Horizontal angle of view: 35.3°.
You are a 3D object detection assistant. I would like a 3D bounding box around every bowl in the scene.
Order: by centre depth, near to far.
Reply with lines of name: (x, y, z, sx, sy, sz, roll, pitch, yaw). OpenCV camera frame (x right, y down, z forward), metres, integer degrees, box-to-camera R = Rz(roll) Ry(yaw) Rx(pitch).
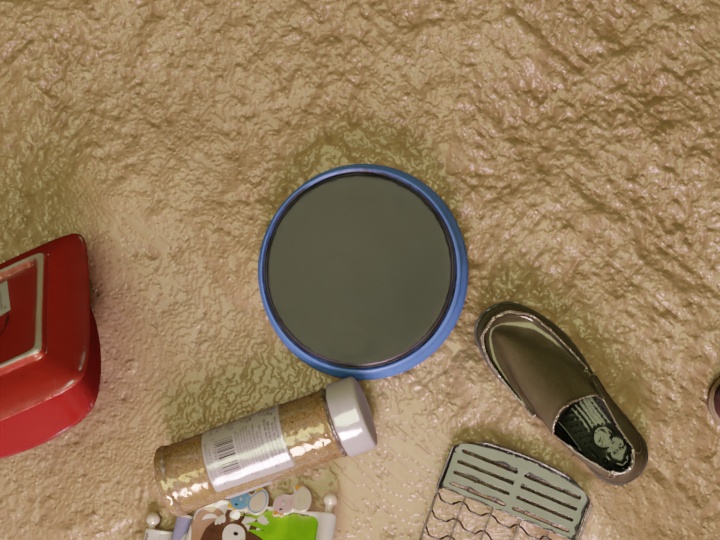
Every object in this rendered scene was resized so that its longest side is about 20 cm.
bowl: (0.000, 0.000, 1.044, 0.198, 0.039, 0.203, -1, 86, 7)

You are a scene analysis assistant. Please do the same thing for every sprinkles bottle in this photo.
sprinkles bottle: (-0.086, 0.160, 1.030, 0.198, 0.068, 0.069, -20, 84, 6)

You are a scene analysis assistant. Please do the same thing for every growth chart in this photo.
growth chart: (-0.117, 0.266, 1.026, 0.198, 0.018, 0.146, -7, 59, 13)

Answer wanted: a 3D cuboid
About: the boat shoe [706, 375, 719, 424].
boat shoe: (0.390, 0.158, 0.968, 0.200, 0.072, 0.072, 39, 92, 8)

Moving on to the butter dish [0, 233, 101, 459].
butter dish: (-0.308, 0.096, 1.031, 0.198, 0.148, 0.200, -24, 43, 7)

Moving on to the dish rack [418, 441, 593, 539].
dish rack: (0.115, 0.261, 1.005, 0.152, 0.055, 0.202, 20, 89, 7)

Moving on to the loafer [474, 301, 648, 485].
loafer: (0.181, 0.106, 0.999, 0.200, 0.070, 0.075, 45, 92, 8)
